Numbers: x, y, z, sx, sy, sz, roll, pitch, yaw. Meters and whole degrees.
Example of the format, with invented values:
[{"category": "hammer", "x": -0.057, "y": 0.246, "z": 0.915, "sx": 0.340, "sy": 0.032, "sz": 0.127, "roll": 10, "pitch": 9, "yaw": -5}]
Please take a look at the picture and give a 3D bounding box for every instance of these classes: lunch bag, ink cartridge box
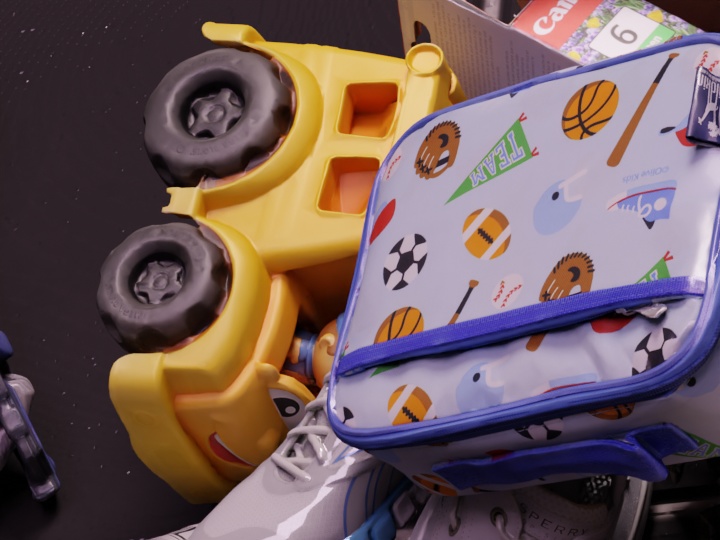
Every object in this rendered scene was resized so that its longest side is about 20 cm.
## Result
[{"category": "lunch bag", "x": 0.081, "y": 0.004, "z": 0.983, "sx": 0.199, "sy": 0.075, "sz": 0.161, "roll": -15, "pitch": 50, "yaw": 43}, {"category": "ink cartridge box", "x": 0.109, "y": -0.075, "z": 1.200, "sx": 0.199, "sy": 0.109, "sz": 0.050, "roll": 31, "pitch": 63, "yaw": 26}]

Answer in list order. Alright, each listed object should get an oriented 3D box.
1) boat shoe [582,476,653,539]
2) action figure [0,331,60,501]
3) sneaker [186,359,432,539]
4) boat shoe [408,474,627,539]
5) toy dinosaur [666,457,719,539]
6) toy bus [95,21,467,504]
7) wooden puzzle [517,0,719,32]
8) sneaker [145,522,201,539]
[{"category": "boat shoe", "x": 0.051, "y": 0.127, "z": 1.103, "sx": 0.074, "sy": 0.065, "sz": 0.202, "roll": 24, "pitch": 63, "yaw": 37}, {"category": "action figure", "x": -0.227, "y": 0.028, "z": 1.230, "sx": 0.104, "sy": 0.193, "sz": 0.201, "roll": -29, "pitch": 73, "yaw": 6}, {"category": "sneaker", "x": 0.002, "y": 0.057, "z": 1.093, "sx": 0.199, "sy": 0.087, "sz": 0.075, "roll": -33, "pitch": 28, "yaw": -18}, {"category": "boat shoe", "x": 0.065, "y": 0.094, "z": 1.039, "sx": 0.070, "sy": 0.069, "sz": 0.201, "roll": 18, "pitch": 80, "yaw": -12}, {"category": "toy dinosaur", "x": 0.178, "y": 0.060, "z": 1.119, "sx": 0.102, "sy": 0.077, "sz": 0.200, "roll": -13, "pitch": 32, "yaw": -13}, {"category": "toy bus", "x": 0.000, "y": 0.000, "z": 1.186, "sx": 0.191, "sy": 0.136, "sz": 0.201, "roll": 3, "pitch": 60, "yaw": 21}, {"category": "wooden puzzle", "x": 0.166, "y": -0.150, "z": 1.221, "sx": 0.199, "sy": 0.185, "sz": 0.037, "roll": -13, "pitch": 63, "yaw": 10}, {"category": "sneaker", "x": -0.085, "y": 0.147, "z": 1.154, "sx": 0.199, "sy": 0.076, "sz": 0.088, "roll": 3, "pitch": 30, "yaw": 26}]
